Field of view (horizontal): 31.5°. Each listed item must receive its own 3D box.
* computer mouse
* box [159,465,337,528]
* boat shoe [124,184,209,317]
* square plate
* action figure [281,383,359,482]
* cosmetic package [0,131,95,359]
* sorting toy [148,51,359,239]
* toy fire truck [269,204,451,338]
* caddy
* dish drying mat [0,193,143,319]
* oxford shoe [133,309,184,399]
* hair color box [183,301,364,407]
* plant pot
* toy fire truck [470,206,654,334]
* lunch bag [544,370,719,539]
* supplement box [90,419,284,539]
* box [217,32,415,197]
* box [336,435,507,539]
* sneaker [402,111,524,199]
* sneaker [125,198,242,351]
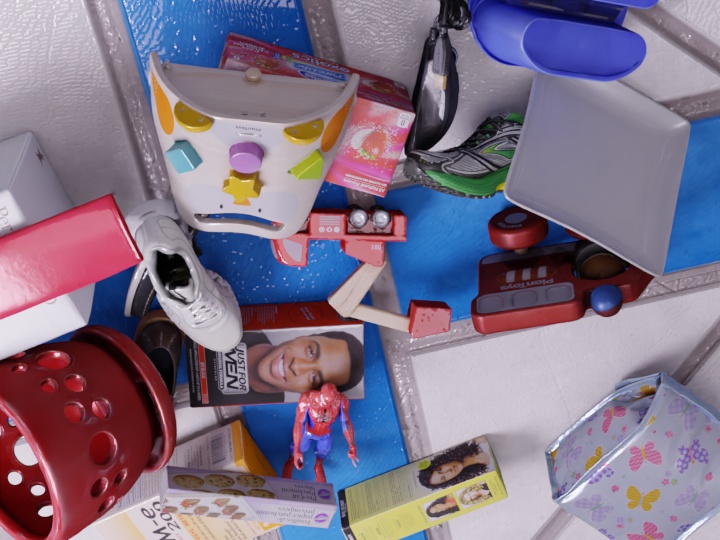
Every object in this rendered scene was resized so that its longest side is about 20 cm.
[{"bbox_3d":[0.084,-0.191,1.278,0.046,0.140,0.200,9,115,-5],"label":"computer mouse"},{"bbox_3d":[-0.127,0.256,1.445,0.200,0.041,0.039,10,123,-18],"label":"box"},{"bbox_3d":[-0.198,-0.031,1.376,0.060,0.074,0.200,22,104,-10],"label":"boat shoe"},{"bbox_3d":[0.246,-0.115,1.332,0.198,0.200,0.028,26,153,-17],"label":"square plate"},{"bbox_3d":[-0.048,0.208,1.450,0.065,0.099,0.200,2,139,-11],"label":"action figure"},{"bbox_3d":[-0.399,-0.011,1.312,0.200,0.166,0.168,-22,116,5],"label":"cosmetic package"},{"bbox_3d":[-0.111,-0.104,1.240,0.200,0.107,0.180,5,136,-5],"label":"sorting toy"},{"bbox_3d":[0.000,0.000,1.397,0.200,0.049,0.141,1,99,-6],"label":"toy fire truck"},{"bbox_3d":[0.200,-0.264,1.264,0.200,0.105,0.142,2,111,-31],"label":"caddy"},{"bbox_3d":[-0.314,-0.005,1.221,0.200,0.018,0.077,-21,115,4],"label":"dish drying mat"},{"bbox_3d":[-0.245,0.145,1.452,0.071,0.073,0.200,8,119,-10],"label":"oxford shoe"},{"bbox_3d":[-0.097,0.094,1.449,0.200,0.061,0.102,-4,117,-4],"label":"hair color box"},{"bbox_3d":[-0.307,0.164,1.347,0.182,0.200,0.201,-31,125,-38],"label":"plant pot"},{"bbox_3d":[0.219,0.009,1.368,0.200,0.168,0.112,-7,118,10],"label":"toy fire truck"},{"bbox_3d":[0.349,0.224,1.521,0.169,0.127,0.200,33,119,-17],"label":"lunch bag"},{"bbox_3d":[-0.202,0.276,1.513,0.200,0.074,0.126,-24,126,7],"label":"supplement box"},{"bbox_3d":[-0.054,-0.159,1.308,0.200,0.096,0.100,15,115,-12],"label":"box"},{"bbox_3d":[0.073,0.272,1.547,0.200,0.075,0.050,-23,118,5],"label":"box"},{"bbox_3d":[0.127,-0.124,1.336,0.200,0.078,0.085,-10,110,-36],"label":"sneaker"},{"bbox_3d":[-0.179,0.022,1.324,0.075,0.081,0.200,-30,128,0],"label":"sneaker"}]
